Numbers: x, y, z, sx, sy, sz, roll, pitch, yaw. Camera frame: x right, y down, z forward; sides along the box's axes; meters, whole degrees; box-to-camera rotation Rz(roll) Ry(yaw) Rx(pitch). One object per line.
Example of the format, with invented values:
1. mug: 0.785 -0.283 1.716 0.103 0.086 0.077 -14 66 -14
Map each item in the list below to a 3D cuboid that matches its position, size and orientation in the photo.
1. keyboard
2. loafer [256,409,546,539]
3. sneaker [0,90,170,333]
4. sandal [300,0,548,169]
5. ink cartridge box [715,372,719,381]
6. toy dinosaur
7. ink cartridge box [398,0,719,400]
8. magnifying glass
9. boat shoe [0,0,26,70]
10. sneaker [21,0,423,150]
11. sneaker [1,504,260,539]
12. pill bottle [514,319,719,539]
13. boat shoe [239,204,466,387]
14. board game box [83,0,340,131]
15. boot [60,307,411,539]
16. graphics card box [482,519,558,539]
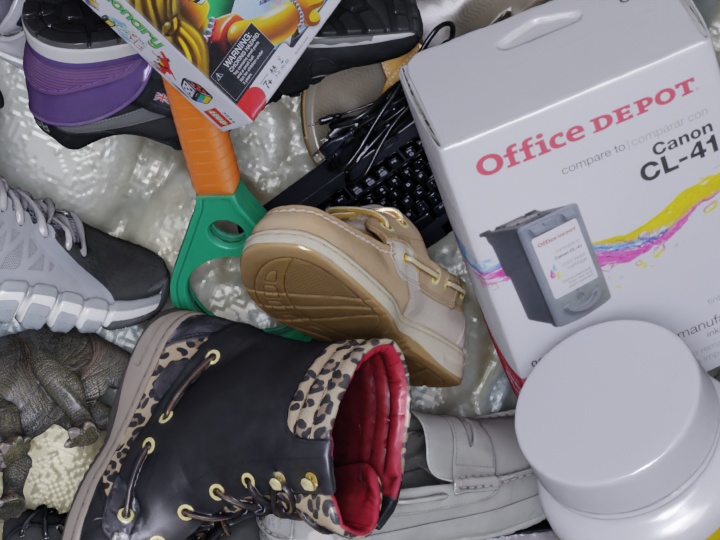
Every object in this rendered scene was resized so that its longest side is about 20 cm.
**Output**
1. keyboard: 0.025 -0.050 1.265 0.200 0.040 0.104 -36 121 9
2. loafer: 0.041 0.104 1.278 0.200 0.070 0.070 -19 123 -19
3. sneaker: -0.174 -0.036 1.228 0.200 0.075 0.116 4 110 -34
4. sandal: 0.044 -0.128 1.281 0.200 0.054 0.080 -45 97 1
5. ink cartridge box: 0.314 0.039 1.269 0.145 0.147 0.200 41 92 -7
6. toy dinosaur: -0.170 0.064 1.272 0.200 0.077 0.102 -26 54 -15
7. ink cartridge box: 0.120 -0.032 1.239 0.148 0.086 0.200 -23 129 0
8. magnifying glass: -0.068 -0.029 1.243 0.080 0.022 0.200 1 136 14
9. boat shoe: -0.169 -0.133 1.261 0.200 0.065 0.074 18 94 -5
10. sneaker: -0.070 -0.106 1.239 0.200 0.076 0.088 -4 133 -9
11. sneaker: -0.143 0.158 1.291 0.200 0.076 0.091 -22 90 -4
12. pill bottle: 0.156 0.119 1.237 0.114 0.114 0.200 -35 135 0
13. boat shoe: 0.000 0.000 1.237 0.074 0.200 0.069 3 72 24
14. board game box: -0.049 -0.182 1.167 0.126 0.035 0.200 43 65 -20
15. boot: -0.061 0.115 1.200 0.073 0.151 0.200 37 62 -45
16. graphics card box: 0.071 0.234 1.321 0.125 0.051 0.200 -5 95 -2
